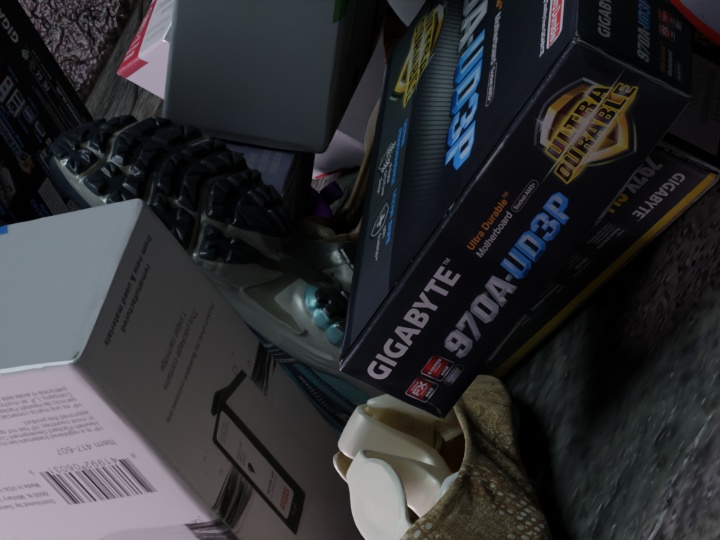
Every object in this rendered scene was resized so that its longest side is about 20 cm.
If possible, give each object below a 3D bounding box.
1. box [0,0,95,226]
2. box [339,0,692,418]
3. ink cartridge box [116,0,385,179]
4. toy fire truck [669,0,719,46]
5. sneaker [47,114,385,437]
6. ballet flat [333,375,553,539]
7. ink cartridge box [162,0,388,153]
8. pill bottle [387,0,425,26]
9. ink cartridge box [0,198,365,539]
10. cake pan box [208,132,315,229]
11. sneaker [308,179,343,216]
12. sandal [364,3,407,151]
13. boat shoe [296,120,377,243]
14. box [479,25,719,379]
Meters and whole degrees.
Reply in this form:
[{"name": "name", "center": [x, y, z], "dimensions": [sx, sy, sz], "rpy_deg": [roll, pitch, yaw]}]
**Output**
[{"name": "box", "center": [-0.172, -0.006, 1.045], "dimensions": [0.049, 0.201, 0.199], "rpy_deg": [-10, 36, 32]}, {"name": "box", "center": [0.057, -0.068, 0.849], "dimensions": [0.159, 0.046, 0.201], "rpy_deg": [-54, 16, 36]}, {"name": "ink cartridge box", "center": [-0.025, -0.178, 1.379], "dimensions": [0.201, 0.144, 0.145], "rpy_deg": [-65, 12, -10]}, {"name": "toy fire truck", "center": [0.114, -0.167, 0.804], "dimensions": [0.049, 0.141, 0.201], "rpy_deg": [-46, 21, 44]}, {"name": "sneaker", "center": [-0.057, 0.013, 1.022], "dimensions": [0.078, 0.199, 0.087], "rpy_deg": [-46, -13, -52]}, {"name": "ballet flat", "center": [0.025, 0.074, 0.860], "dimensions": [0.071, 0.065, 0.200], "rpy_deg": [-61, 13, 9]}, {"name": "ink cartridge box", "center": [-0.030, -0.163, 1.166], "dimensions": [0.200, 0.082, 0.147], "rpy_deg": [-70, -12, -64]}, {"name": "pill bottle", "center": [0.089, -0.183, 1.007], "dimensions": [0.200, 0.112, 0.113], "rpy_deg": [-52, 17, 39]}, {"name": "ink cartridge box", "center": [-0.099, 0.076, 0.956], "dimensions": [0.145, 0.200, 0.085], "rpy_deg": [-10, 45, 32]}, {"name": "cake pan box", "center": [-0.059, 0.018, 1.166], "dimensions": [0.200, 0.052, 0.185], "rpy_deg": [-78, -6, -67]}, {"name": "sneaker", "center": [-0.080, 0.008, 1.320], "dimensions": [0.087, 0.074, 0.200], "rpy_deg": [-41, 6, 38]}, {"name": "sandal", "center": [0.044, -0.133, 1.213], "dimensions": [0.200, 0.054, 0.081], "rpy_deg": [-54, 15, 47]}, {"name": "boat shoe", "center": [0.000, 0.000, 1.086], "dimensions": [0.201, 0.074, 0.076], "rpy_deg": [-63, 12, 3]}, {"name": "box", "center": [0.082, -0.057, 0.933], "dimensions": [0.200, 0.049, 0.160], "rpy_deg": [-47, 23, 51]}]
